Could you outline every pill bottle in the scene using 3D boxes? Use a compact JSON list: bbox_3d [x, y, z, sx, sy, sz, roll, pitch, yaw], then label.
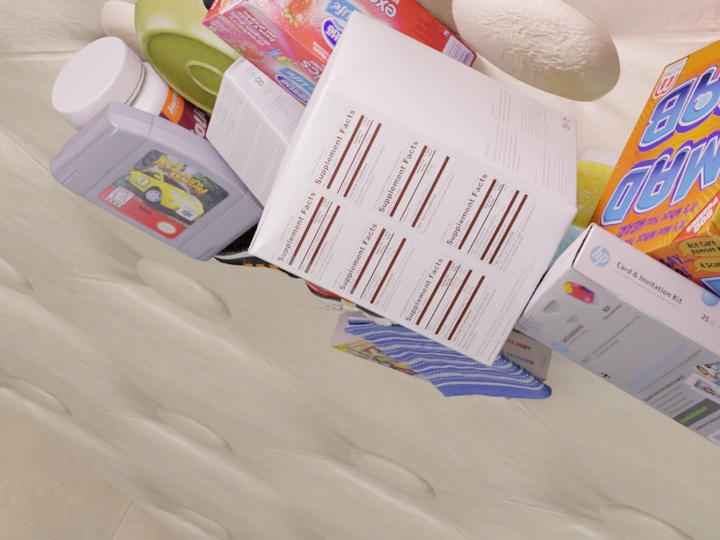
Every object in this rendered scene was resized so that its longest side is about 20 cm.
[{"bbox_3d":[-0.217,-0.140,1.875,0.114,0.115,0.200,8,152,44],"label":"pill bottle"}]

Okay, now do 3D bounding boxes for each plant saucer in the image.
[{"bbox_3d":[-0.137,-0.194,1.762,0.199,0.031,0.200,25,159,10],"label":"plant saucer"}]

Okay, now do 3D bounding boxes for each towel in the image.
[{"bbox_3d":[0.093,0.094,1.889,0.144,0.024,0.200,1,159,39],"label":"towel"}]

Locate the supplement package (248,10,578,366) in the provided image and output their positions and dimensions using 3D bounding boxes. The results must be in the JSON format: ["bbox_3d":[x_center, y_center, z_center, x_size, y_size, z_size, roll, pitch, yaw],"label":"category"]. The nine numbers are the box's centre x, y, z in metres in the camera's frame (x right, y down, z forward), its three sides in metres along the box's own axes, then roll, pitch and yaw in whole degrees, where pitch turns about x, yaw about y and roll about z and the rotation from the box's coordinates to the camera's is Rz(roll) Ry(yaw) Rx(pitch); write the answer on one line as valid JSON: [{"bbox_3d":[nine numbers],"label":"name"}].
[{"bbox_3d":[0.044,-0.065,1.376,0.199,0.148,0.192,25,-156,-5],"label":"supplement package"}]

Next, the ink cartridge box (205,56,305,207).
[{"bbox_3d":[-0.058,-0.092,1.695,0.200,0.047,0.160,48,160,5],"label":"ink cartridge box"}]

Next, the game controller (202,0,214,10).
[{"bbox_3d":[-0.054,-0.200,1.636,0.200,0.042,0.104,38,172,-23],"label":"game controller"}]

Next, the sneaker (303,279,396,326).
[{"bbox_3d":[0.000,0.000,1.830,0.199,0.077,0.085,3,143,47],"label":"sneaker"}]

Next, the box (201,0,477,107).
[{"bbox_3d":[-0.017,-0.190,1.504,0.200,0.100,0.095,37,158,-23],"label":"box"}]

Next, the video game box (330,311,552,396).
[{"bbox_3d":[0.084,0.082,1.985,0.181,0.047,0.200,18,165,-18],"label":"video game box"}]

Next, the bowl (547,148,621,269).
[{"bbox_3d":[0.201,-0.038,1.566,0.199,0.108,0.200,25,160,10],"label":"bowl"}]

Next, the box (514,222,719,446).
[{"bbox_3d":[0.217,0.055,1.279,0.199,0.041,0.156,29,161,-1],"label":"box"}]

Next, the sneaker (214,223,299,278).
[{"bbox_3d":[-0.094,-0.019,2.066,0.199,0.070,0.090,-1,142,51],"label":"sneaker"}]

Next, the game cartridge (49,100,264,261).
[{"bbox_3d":[-0.193,-0.088,1.817,0.199,0.041,0.133,29,133,-27],"label":"game cartridge"}]

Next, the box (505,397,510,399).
[{"bbox_3d":[0.105,0.075,2.098,0.199,0.021,0.164,29,161,2],"label":"box"}]

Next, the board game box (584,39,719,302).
[{"bbox_3d":[0.304,-0.037,1.294,0.199,0.201,0.200,34,160,-14],"label":"board game box"}]
